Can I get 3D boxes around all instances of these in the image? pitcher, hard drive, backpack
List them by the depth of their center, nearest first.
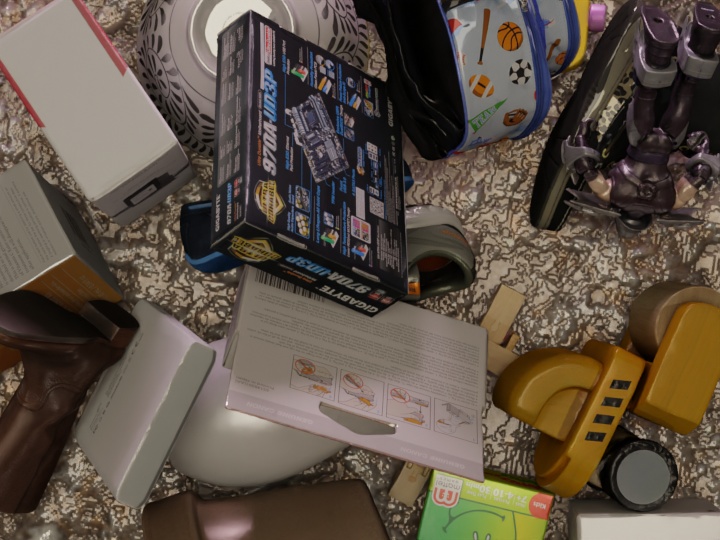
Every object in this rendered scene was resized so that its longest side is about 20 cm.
[{"bbox_3d":[0.080,-0.186,1.352,0.153,0.200,0.191,-10,87,-9],"label":"backpack"},{"bbox_3d":[-0.174,0.100,1.388,0.027,0.200,0.132,26,89,-20],"label":"hard drive"},{"bbox_3d":[-0.058,0.088,1.432,0.199,0.121,0.172,-9,50,6],"label":"pitcher"}]

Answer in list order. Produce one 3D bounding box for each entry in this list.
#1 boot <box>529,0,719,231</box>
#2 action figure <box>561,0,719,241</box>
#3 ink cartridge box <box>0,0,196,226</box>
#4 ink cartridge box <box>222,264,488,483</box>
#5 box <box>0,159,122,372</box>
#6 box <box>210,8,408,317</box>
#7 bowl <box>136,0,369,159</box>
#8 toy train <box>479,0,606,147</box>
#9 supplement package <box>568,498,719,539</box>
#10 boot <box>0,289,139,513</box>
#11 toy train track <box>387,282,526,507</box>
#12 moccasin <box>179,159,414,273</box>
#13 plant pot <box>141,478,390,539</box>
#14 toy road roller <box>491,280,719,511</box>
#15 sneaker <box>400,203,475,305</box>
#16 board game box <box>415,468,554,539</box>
[{"bbox_3d":[0.241,-0.102,1.440,0.153,0.074,0.204,22,105,-11],"label":"boot"},{"bbox_3d":[0.229,-0.107,1.368,0.130,0.069,0.201,2,123,-16],"label":"action figure"},{"bbox_3d":[-0.209,-0.123,1.394,0.083,0.200,0.145,-35,88,-3],"label":"ink cartridge box"},{"bbox_3d":[-0.004,0.084,1.313,0.199,0.177,0.045,18,128,-9],"label":"ink cartridge box"},{"bbox_3d":[-0.314,0.019,1.419,0.200,0.124,0.098,-31,70,1],"label":"box"},{"bbox_3d":[-0.037,-0.082,1.337,0.159,0.046,0.201,24,50,-35],"label":"box"},{"bbox_3d":[-0.093,-0.189,1.444,0.200,0.094,0.202,0,89,2],"label":"bowl"},{"bbox_3d":[0.117,-0.200,1.460,0.150,0.056,0.200,31,89,8],"label":"toy train"},{"bbox_3d":[0.230,0.288,1.406,0.121,0.120,0.201,0,89,3],"label":"supplement package"},{"bbox_3d":[-0.274,0.115,1.384,0.064,0.186,0.200,40,103,25],"label":"boot"},{"bbox_3d":[0.079,0.102,1.463,0.114,0.033,0.201,28,95,-5],"label":"toy train track"},{"bbox_3d":[-0.057,-0.063,1.446,0.199,0.080,0.068,-19,74,-3],"label":"moccasin"},{"bbox_3d":[-0.057,0.246,1.381,0.174,0.200,0.201,-23,88,-2],"label":"plant pot"},{"bbox_3d":[0.196,0.087,1.400,0.146,0.123,0.201,26,89,-8],"label":"toy road roller"},{"bbox_3d":[0.000,0.000,1.410,0.199,0.079,0.074,-13,130,-16],"label":"sneaker"},{"bbox_3d":[0.086,0.263,1.437,0.101,0.048,0.201,13,95,2],"label":"board game box"}]
